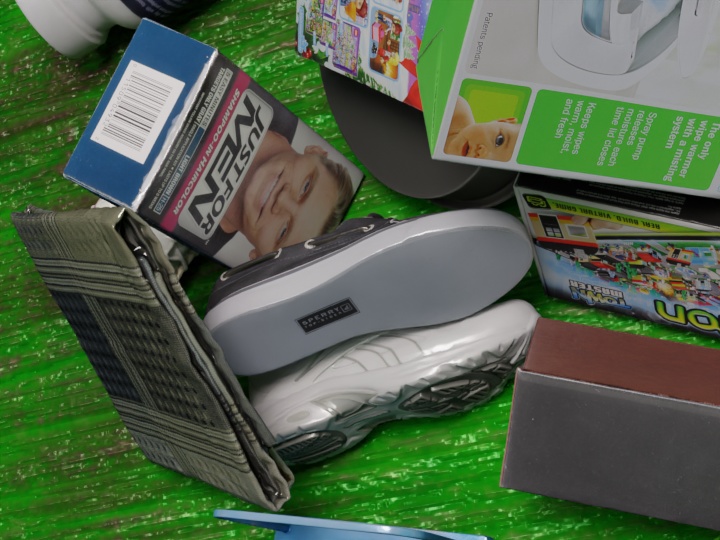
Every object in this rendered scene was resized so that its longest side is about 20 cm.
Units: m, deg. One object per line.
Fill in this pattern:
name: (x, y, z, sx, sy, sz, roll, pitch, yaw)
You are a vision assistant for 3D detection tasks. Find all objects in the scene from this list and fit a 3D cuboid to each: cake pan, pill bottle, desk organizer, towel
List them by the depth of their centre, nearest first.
desk organizer: (0.181, 0.086, 0.757, 0.198, 0.077, 0.073, 10, 113, 11)
towel: (-0.120, 0.043, 0.819, 0.034, 0.194, 0.199, -34, 19, -24)
cake pan: (0.038, -0.131, 0.838, 0.199, 0.036, 0.203, 24, 121, 47)
pill bottle: (-0.142, -0.238, 0.970, 0.199, 0.116, 0.117, -31, 66, 14)

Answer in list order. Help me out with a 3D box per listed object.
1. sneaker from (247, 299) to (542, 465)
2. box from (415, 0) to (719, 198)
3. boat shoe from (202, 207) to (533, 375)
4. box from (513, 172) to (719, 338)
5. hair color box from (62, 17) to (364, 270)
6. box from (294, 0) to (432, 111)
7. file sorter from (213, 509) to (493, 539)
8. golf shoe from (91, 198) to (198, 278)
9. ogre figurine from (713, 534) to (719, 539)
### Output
sneaker: (0.011, 0.043, 0.848, 0.198, 0.078, 0.100, -20, 64, 16)
box: (0.133, -0.147, 0.660, 0.174, 0.201, 0.097, 8, 37, -9)
boat shoe: (0.000, 0.000, 0.812, 0.198, 0.070, 0.067, -22, 40, 15)
box: (0.187, -0.007, 0.760, 0.198, 0.110, 0.035, 14, 61, 27)
hair color box: (-0.079, -0.058, 0.843, 0.060, 0.200, 0.101, 26, 86, 28)
box: (0.022, -0.197, 0.768, 0.136, 0.039, 0.202, 31, 127, 43)
file sorter: (-0.019, 0.238, 0.781, 0.137, 0.123, 0.202, 1, 77, 25)
golf shoe: (-0.126, -0.037, 0.933, 0.091, 0.075, 0.202, 7, 80, 22)
ogre figurine: (0.123, 0.210, 0.722, 0.098, 0.198, 0.121, 17, 125, 61)
